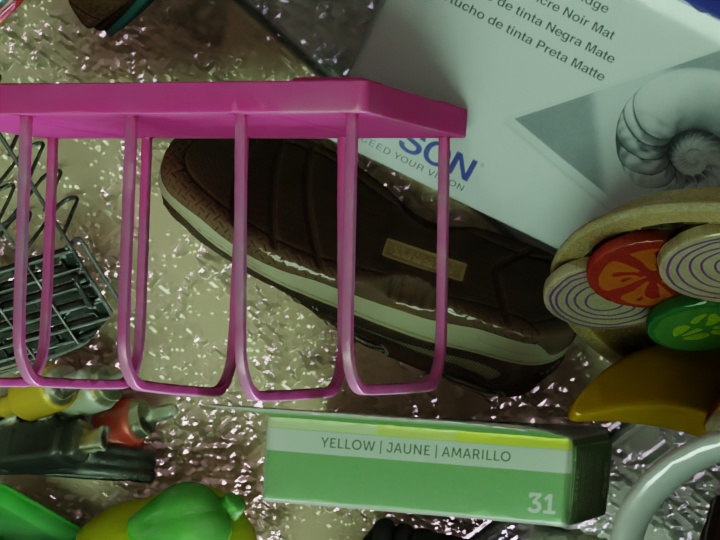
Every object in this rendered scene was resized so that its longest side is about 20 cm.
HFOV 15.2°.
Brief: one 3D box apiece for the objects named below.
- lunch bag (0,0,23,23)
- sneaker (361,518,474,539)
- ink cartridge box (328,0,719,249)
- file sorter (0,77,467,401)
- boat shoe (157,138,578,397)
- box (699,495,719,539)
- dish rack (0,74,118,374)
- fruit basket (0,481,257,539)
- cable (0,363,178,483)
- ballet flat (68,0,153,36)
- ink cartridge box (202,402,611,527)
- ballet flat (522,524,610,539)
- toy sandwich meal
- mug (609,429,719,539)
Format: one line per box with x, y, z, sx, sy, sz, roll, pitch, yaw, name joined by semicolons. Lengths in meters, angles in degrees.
-0.165;-0.161;1.097;0.200;0.176;0.082;-39;114;13;lunch bag
0.014;0.203;1.363;0.099;0.071;0.201;23;121;2;sneaker
0.109;-0.095;1.140;0.199;0.041;0.201;25;127;-2;ink cartridge box
-0.071;-0.011;1.116;0.199;0.139;0.126;1;88;18;file sorter
-0.002;0.005;1.225;0.201;0.075;0.075;26;142;5;boat shoe
0.207;0.249;1.273;0.163;0.166;0.201;18;128;5;box
-0.205;-0.038;1.268;0.153;0.055;0.201;-15;121;27;dish rack
-0.123;0.192;1.341;0.214;0.156;0.216;19;150;11;fruit basket
-0.178;0.080;1.358;0.199;0.051;0.097;-6;157;37;cable
-0.066;-0.174;1.128;0.200;0.068;0.072;-33;102;37;ballet flat
0.025;0.086;1.205;0.145;0.200;0.048;3;89;15;ink cartridge box
0.062;0.144;1.238;0.199;0.072;0.072;-10;121;26;ballet flat
0.171;0.040;1.131;0.204;0.071;0.205;13;153;7;toy sandwich meal
0.173;0.159;1.086;0.175;0.147;0.201;-27;72;20;mug
